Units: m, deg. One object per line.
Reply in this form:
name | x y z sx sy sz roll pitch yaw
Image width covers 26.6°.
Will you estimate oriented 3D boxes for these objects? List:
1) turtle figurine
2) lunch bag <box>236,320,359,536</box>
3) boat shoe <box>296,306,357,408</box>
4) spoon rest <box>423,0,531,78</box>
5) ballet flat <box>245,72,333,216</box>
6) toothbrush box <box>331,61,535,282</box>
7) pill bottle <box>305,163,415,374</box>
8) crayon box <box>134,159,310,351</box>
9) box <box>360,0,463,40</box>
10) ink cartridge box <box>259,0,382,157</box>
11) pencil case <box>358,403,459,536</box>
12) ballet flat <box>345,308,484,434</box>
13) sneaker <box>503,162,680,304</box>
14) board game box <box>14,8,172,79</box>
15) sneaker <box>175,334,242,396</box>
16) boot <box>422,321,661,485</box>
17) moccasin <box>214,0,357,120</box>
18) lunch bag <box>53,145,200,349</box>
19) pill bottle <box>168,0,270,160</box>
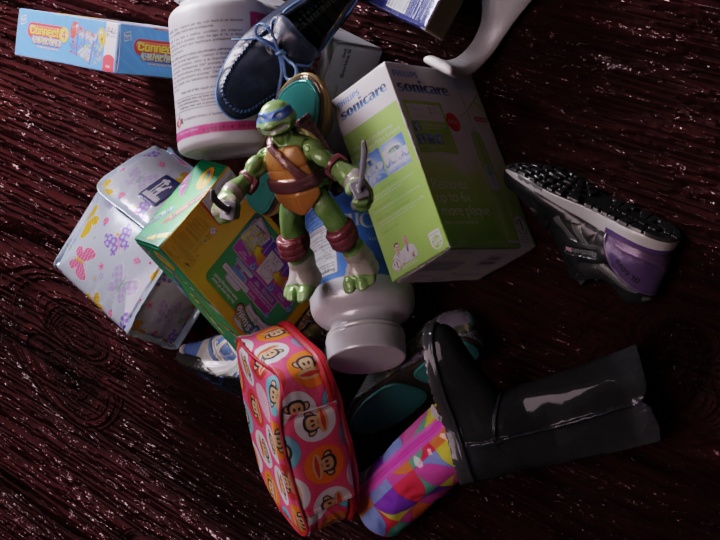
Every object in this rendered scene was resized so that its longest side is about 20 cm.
turtle figurine | -0.060 -0.049 1.444 0.200 0.143 0.195 49 164 57
lunch bag | -0.074 0.161 1.604 0.176 0.081 0.202 35 139 60
boat shoe | -0.032 0.069 1.679 0.072 0.068 0.203 19 103 41
spoon rest | 0.137 -0.283 1.529 0.099 0.060 0.201 34 97 35
ballet flat | -0.065 -0.137 1.571 0.069 0.063 0.201 51 139 17
toothbrush box | 0.073 -0.096 1.528 0.086 0.145 0.202 -32 69 37
pill bottle | 0.000 0.000 1.590 0.112 0.112 0.202 -26 59 39
crayon box | -0.139 -0.008 1.665 0.058 0.200 0.119 16 61 51
box | 0.057 -0.319 1.571 0.122 0.032 0.200 -62 35 8
ink cartridge box | -0.087 -0.216 1.711 0.199 0.084 0.147 32 111 37
pencil case | 0.068 0.194 1.583 0.200 0.088 0.089 -49 60 33
ballet flat | 0.057 0.102 1.612 0.200 0.072 0.073 -40 65 35
sneaker | 0.206 -0.034 1.460 0.199 0.075 0.088 34 119 37
board game box | -0.271 -0.265 1.804 0.199 0.195 0.057 15 101 40
sneaker | -0.140 0.101 1.790 0.199 0.076 0.078 4 66 45
boot | 0.172 0.107 1.441 0.198 0.066 0.167 -15 99 18
moccasin | -0.076 -0.241 1.564 0.201 0.080 0.068 -53 16 -15
lunch bag | -0.250 -0.038 1.836 0.169 0.127 0.201 38 95 34
pill bottle | -0.147 -0.227 1.633 0.113 0.113 0.203 -9 84 42
